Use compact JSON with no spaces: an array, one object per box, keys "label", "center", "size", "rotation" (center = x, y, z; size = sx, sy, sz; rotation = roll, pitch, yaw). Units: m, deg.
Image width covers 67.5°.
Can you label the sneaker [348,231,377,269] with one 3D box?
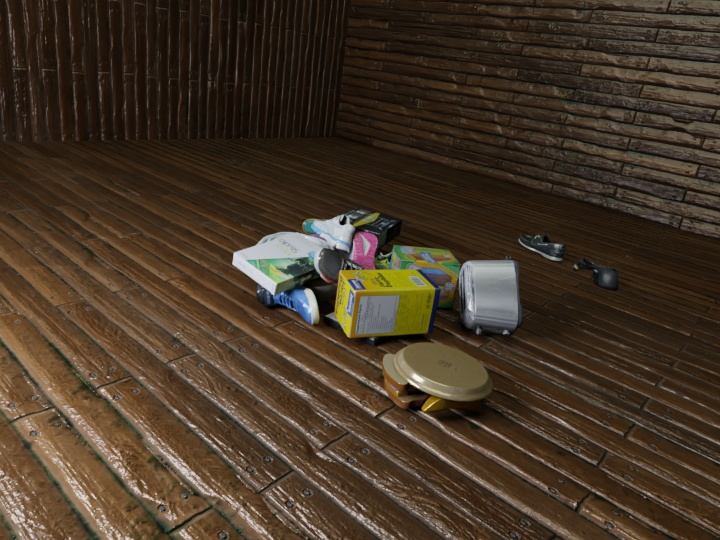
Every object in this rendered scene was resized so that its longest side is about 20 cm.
[{"label":"sneaker","center":[0.000,0.000,1.389],"size":[0.081,0.089,0.201],"rotation":[15,52,1]}]

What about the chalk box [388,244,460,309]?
[{"label":"chalk box","center":[0.136,0.012,1.371],"size":[0.198,0.125,0.125],"rotation":[5,21,-9]}]

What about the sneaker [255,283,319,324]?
[{"label":"sneaker","center":[-0.172,0.063,1.201],"size":[0.110,0.077,0.200],"rotation":[-15,40,-22]}]

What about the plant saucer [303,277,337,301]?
[{"label":"plant saucer","center":[-0.137,0.023,1.373],"size":[0.198,0.032,0.200],"rotation":[8,20,-3]}]

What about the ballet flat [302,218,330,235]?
[{"label":"ballet flat","center":[-0.090,-0.141,1.769],"size":[0.198,0.069,0.063],"rotation":[9,7,-2]}]

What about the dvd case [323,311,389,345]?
[{"label":"dvd case","center":[0.030,0.108,1.235],"size":[0.142,0.018,0.199],"rotation":[21,24,31]}]

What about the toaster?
[{"label":"toaster","center":[0.303,0.052,1.264],"size":[0.128,0.202,0.114],"rotation":[3,-20,0]}]

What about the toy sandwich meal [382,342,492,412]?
[{"label":"toy sandwich meal","center":[0.139,0.201,0.980],"size":[0.203,0.071,0.205],"rotation":[11,18,-4]}]

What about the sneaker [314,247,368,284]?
[{"label":"sneaker","center":[-0.015,0.004,1.224],"size":[0.199,0.078,0.082],"rotation":[33,-29,-32]}]

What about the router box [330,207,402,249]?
[{"label":"router box","center":[0.018,-0.127,1.598],"size":[0.156,0.053,0.200],"rotation":[18,23,19]}]

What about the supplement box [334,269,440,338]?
[{"label":"supplement box","center":[0.056,0.068,1.168],"size":[0.198,0.110,0.110],"rotation":[0,23,-21]}]

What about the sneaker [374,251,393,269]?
[{"label":"sneaker","center":[0.115,-0.014,1.479],"size":[0.199,0.077,0.075],"rotation":[-9,39,-41]}]

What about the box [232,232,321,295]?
[{"label":"box","center":[-0.168,-0.020,1.226],"size":[0.144,0.037,0.199],"rotation":[32,36,28]}]

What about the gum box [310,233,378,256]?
[{"label":"gum box","center":[-0.050,-0.069,1.589],"size":[0.113,0.067,0.199],"rotation":[25,26,35]}]

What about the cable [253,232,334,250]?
[{"label":"cable","center":[-0.168,-0.039,1.385],"size":[0.198,0.070,0.200],"rotation":[9,20,-1]}]

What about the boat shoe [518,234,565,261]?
[{"label":"boat shoe","center":[0.651,-0.097,1.930],"size":[0.071,0.068,0.200],"rotation":[-5,23,-28]}]

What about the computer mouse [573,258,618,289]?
[{"label":"computer mouse","center":[0.769,-0.001,1.753],"size":[0.139,0.046,0.200],"rotation":[17,23,18]}]

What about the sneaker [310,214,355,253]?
[{"label":"sneaker","center":[-0.066,-0.115,1.457],"size":[0.075,0.087,0.200],"rotation":[24,6,-35]}]

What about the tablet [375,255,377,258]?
[{"label":"tablet","center":[0.015,-0.001,1.502],"size":[0.130,0.014,0.199],"rotation":[31,31,33]}]
